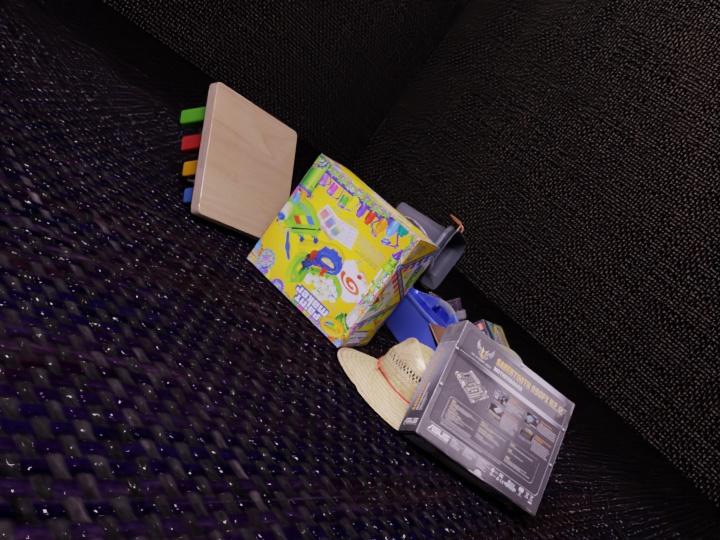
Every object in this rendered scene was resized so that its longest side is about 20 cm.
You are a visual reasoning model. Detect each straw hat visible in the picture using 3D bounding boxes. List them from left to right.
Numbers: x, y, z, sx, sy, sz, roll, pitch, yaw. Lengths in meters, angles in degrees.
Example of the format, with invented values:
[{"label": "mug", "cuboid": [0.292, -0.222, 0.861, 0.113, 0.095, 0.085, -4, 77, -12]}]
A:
[{"label": "straw hat", "cuboid": [0.068, 0.140, 0.920, 0.200, 0.086, 0.201, 37, 10, -8]}]

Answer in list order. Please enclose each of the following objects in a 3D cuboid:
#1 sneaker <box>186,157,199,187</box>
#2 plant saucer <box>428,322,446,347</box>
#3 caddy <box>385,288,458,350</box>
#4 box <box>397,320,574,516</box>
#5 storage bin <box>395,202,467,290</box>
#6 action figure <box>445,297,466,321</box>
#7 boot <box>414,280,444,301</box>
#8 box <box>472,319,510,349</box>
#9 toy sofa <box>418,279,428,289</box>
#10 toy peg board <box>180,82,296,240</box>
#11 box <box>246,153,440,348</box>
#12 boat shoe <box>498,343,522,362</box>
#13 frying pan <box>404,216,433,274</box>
[{"label": "sneaker", "cuboid": [-0.237, -0.149, 1.197, 0.086, 0.077, 0.200, 54, 18, 3]}, {"label": "plant saucer", "cuboid": [0.149, 0.164, 0.975, 0.200, 0.036, 0.204, -21, 91, -89]}, {"label": "caddy", "cuboid": [0.135, 0.106, 1.266, 0.140, 0.106, 0.200, 30, 13, -36]}, {"label": "box", "cuboid": [0.163, 0.186, 0.860, 0.199, 0.160, 0.048, 36, -25, -15]}, {"label": "storage bin", "cuboid": [0.130, -0.065, 1.400, 0.134, 0.146, 0.200, 38, 4, 15]}, {"label": "action figure", "cuboid": [0.215, 0.156, 1.373, 0.203, 0.069, 0.130, 67, 18, 11]}, {"label": "boot", "cuboid": [0.116, 0.075, 1.451, 0.201, 0.075, 0.097, 49, 35, 10]}, {"label": "box", "cuboid": [0.275, 0.200, 1.318, 0.136, 0.037, 0.203, 21, 47, -61]}, {"label": "toy sofa", "cuboid": [0.068, -0.004, 1.600, 0.200, 0.083, 0.097, 42, 9, 17]}, {"label": "toy peg board", "cuboid": [-0.208, -0.158, 1.090, 0.096, 0.203, 0.199, -1, -13, 32]}, {"label": "box", "cuboid": [-0.025, -0.025, 1.011, 0.200, 0.194, 0.122, 42, 11, 19]}, {"label": "boat shoe", "cuboid": [0.194, 0.172, 1.161, 0.197, 0.067, 0.075, -4, 41, -41]}, {"label": "frying pan", "cuboid": [0.071, -0.073, 1.277, 0.191, 0.031, 0.115, 52, -29, 18]}]
